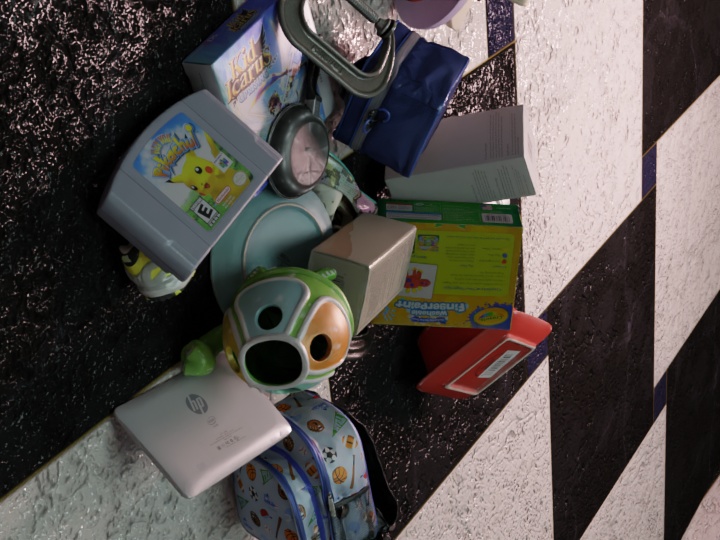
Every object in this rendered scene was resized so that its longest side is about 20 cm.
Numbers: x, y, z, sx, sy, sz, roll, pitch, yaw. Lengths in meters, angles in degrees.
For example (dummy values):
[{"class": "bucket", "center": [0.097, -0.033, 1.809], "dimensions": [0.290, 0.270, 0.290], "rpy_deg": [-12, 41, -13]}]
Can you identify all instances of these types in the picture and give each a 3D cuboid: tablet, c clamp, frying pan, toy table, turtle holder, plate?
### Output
[{"class": "tablet", "center": [-0.173, 0.169, 1.415], "dimensions": [0.014, 0.130, 0.200], "rpy_deg": [-51, 167, 32]}, {"class": "c clamp", "center": [-0.022, -0.308, 1.483], "dimensions": [0.200, 0.027, 0.171], "rpy_deg": [42, 57, -27]}, {"class": "frying pan", "center": [-0.056, -0.172, 1.507], "dimensions": [0.191, 0.031, 0.115], "rpy_deg": [-64, 145, -20]}, {"class": "toy table", "center": [0.140, -0.423, 1.732], "dimensions": [0.117, 0.184, 0.200], "rpy_deg": [-8, 144, -51]}, {"class": "turtle holder", "center": [-0.104, 0.070, 1.425], "dimensions": [0.132, 0.184, 0.142], "rpy_deg": [-70, 175, -63]}, {"class": "plate", "center": [-0.097, -0.014, 1.524], "dimensions": [0.200, 0.025, 0.201], "rpy_deg": [-8, 102, -45]}]

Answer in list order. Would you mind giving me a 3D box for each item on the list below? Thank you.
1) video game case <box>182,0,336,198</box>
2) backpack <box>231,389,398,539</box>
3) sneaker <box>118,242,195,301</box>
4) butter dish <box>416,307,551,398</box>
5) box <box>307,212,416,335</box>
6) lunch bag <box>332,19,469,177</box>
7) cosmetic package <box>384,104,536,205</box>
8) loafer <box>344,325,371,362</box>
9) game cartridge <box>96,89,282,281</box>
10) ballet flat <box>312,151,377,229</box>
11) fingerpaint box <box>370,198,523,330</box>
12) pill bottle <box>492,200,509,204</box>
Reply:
[{"class": "video game case", "center": [-0.112, -0.215, 1.470], "dimensions": [0.200, 0.045, 0.182], "rpy_deg": [-53, 140, -39]}, {"class": "backpack", "center": [-0.072, 0.251, 1.559], "dimensions": [0.154, 0.199, 0.192], "rpy_deg": [-19, 112, -43]}, {"class": "sneaker", "center": [-0.190, -0.066, 1.349], "dimensions": [0.076, 0.075, 0.201], "rpy_deg": [54, 48, -44]}, {"class": "butter dish", "center": [0.168, 0.094, 1.971], "dimensions": [0.200, 0.148, 0.199], "rpy_deg": [-40, 154, 15]}, {"class": "box", "center": [0.000, 0.000, 1.567], "dimensions": [0.200, 0.077, 0.095], "rpy_deg": [-39, 143, -67]}, {"class": "lunch bag", "center": [0.043, -0.222, 1.614], "dimensions": [0.136, 0.132, 0.200], "rpy_deg": [-64, 178, 34]}, {"class": "cosmetic package", "center": [0.139, -0.153, 1.751], "dimensions": [0.085, 0.199, 0.108], "rpy_deg": [62, 26, -47]}, {"class": "loafer", "center": [-0.046, 0.082, 1.643], "dimensions": [0.200, 0.073, 0.072], "rpy_deg": [-11, 110, -59]}, {"class": "game cartridge", "center": [-0.180, -0.098, 1.317], "dimensions": [0.040, 0.133, 0.200], "rpy_deg": [-43, -170, 52]}, {"class": "ballet flat", "center": [-0.034, -0.094, 1.626], "dimensions": [0.072, 0.069, 0.200], "rpy_deg": [-69, 153, -12]}, {"class": "fingerpaint box", "center": [0.116, -0.008, 1.751], "dimensions": [0.073, 0.199, 0.168], "rpy_deg": [-89, -179, -60]}, {"class": "pill bottle", "center": [0.141, -0.064, 1.891], "dimensions": [0.200, 0.114, 0.115], "rpy_deg": [-47, 137, -44]}]
